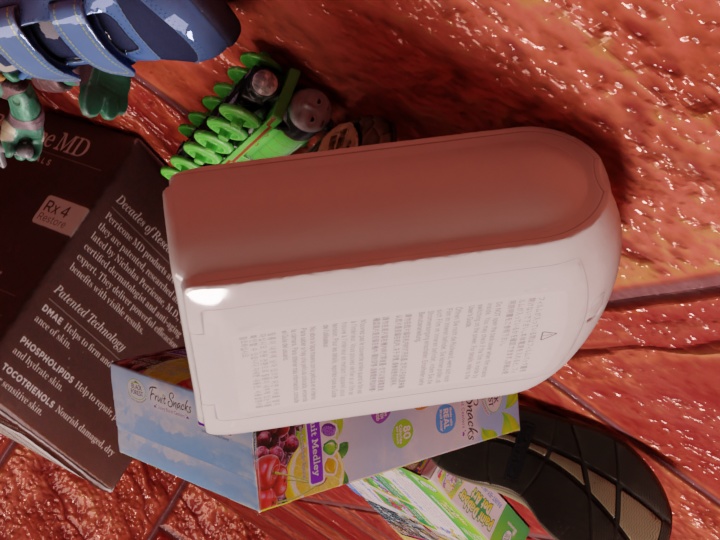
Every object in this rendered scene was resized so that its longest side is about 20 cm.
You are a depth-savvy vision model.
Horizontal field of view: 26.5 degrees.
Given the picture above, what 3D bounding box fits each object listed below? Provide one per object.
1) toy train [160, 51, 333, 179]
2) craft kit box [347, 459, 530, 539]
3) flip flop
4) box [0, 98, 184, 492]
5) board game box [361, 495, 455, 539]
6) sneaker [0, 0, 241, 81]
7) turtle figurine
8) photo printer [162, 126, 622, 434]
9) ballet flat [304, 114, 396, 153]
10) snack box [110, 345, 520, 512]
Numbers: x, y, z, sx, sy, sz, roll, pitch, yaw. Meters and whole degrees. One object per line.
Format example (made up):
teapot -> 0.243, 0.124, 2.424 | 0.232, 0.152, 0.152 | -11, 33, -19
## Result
toy train -> -0.064, -0.072, 0.830 | 0.056, 0.042, 0.200 | 25, 166, -14
craft kit box -> 0.036, 0.183, 1.408 | 0.197, 0.049, 0.200 | 23, 162, 38
flip flop -> 0.130, 0.138, 1.047 | 0.199, 0.081, 0.057 | 21, 178, 38
box -> -0.217, 0.016, 1.083 | 0.165, 0.201, 0.164 | 18, 159, 40
board game box -> 0.085, 0.272, 1.598 | 0.135, 0.035, 0.200 | 21, 161, 33
sneaker -> -0.141, -0.124, 0.737 | 0.199, 0.082, 0.074 | 18, 157, 37
turtle figurine -> -0.233, -0.115, 0.896 | 0.199, 0.101, 0.149 | -3, 180, 42
photo printer -> 0.017, 0.007, 0.691 | 0.199, 0.070, 0.167 | -8, 151, -5
ballet flat -> -0.033, -0.034, 0.785 | 0.046, 0.068, 0.200 | 20, 163, -17
snack box -> -0.029, 0.078, 0.956 | 0.199, 0.068, 0.168 | -11, -167, -37
